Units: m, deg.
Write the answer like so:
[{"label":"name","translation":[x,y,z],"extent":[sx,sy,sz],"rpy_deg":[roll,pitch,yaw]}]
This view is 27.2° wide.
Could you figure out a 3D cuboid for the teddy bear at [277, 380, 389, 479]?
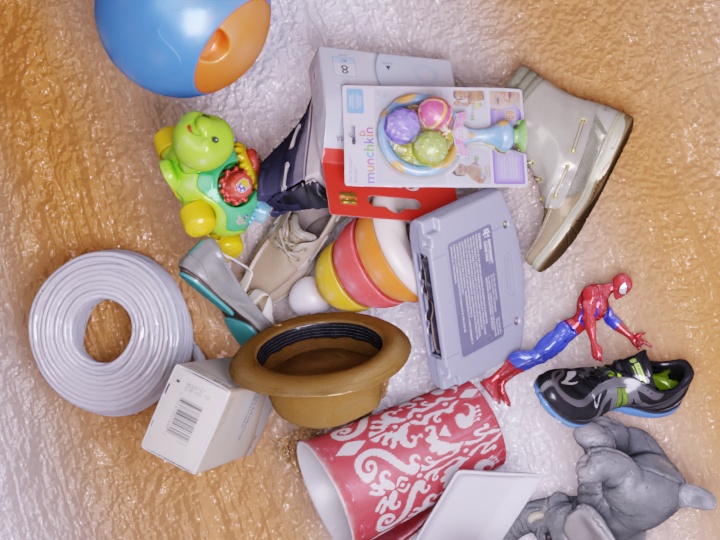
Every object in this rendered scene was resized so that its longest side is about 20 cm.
[{"label":"teddy bear","translation":[-0.018,0.149,1.719],"extent":[0.145,0.067,0.200],"rpy_deg":[5,86,1]}]

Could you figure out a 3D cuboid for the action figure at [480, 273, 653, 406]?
[{"label":"action figure","translation":[0.240,0.091,1.650],"extent":[0.200,0.065,0.099],"rpy_deg":[-46,71,9]}]

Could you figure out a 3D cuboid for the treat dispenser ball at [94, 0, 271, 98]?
[{"label":"treat dispenser ball","translation":[-0.201,-0.297,1.695],"extent":[0.200,0.201,0.201],"rpy_deg":[0,89,14]}]

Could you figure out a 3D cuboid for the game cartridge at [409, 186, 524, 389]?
[{"label":"game cartridge","translation":[0.122,0.016,1.630],"extent":[0.041,0.133,0.200],"rpy_deg":[22,127,51]}]

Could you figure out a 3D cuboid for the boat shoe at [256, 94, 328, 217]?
[{"label":"boat shoe","translation":[-0.065,-0.148,1.693],"extent":[0.093,0.075,0.200],"rpy_deg":[-14,44,26]}]

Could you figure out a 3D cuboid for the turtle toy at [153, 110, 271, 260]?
[{"label":"turtle toy","translation":[-0.166,-0.110,1.689],"extent":[0.101,0.200,0.146],"rpy_deg":[-27,63,8]}]

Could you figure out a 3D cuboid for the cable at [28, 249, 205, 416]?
[{"label":"cable","translation":[-0.299,0.075,1.780],"extent":[0.200,0.069,0.200],"rpy_deg":[-19,85,13]}]

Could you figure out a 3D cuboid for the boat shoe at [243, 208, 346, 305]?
[{"label":"boat shoe","translation":[-0.072,-0.042,1.728],"extent":[0.072,0.065,0.200],"rpy_deg":[43,99,11]}]

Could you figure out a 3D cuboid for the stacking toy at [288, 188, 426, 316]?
[{"label":"stacking toy","translation":[0.000,0.000,1.699],"extent":[0.200,0.146,0.146],"rpy_deg":[-28,82,31]}]

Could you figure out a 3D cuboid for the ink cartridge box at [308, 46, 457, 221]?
[{"label":"ink cartridge box","translation":[0.033,-0.149,1.636],"extent":[0.160,0.047,0.200],"rpy_deg":[4,57,-20]}]

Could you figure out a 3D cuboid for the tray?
[{"label":"tray","translation":[0.111,0.279,1.632],"extent":[0.200,0.107,0.022],"rpy_deg":[-64,32,37]}]

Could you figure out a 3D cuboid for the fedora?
[{"label":"fedora","translation":[-0.041,0.116,1.626],"extent":[0.200,0.201,0.082],"rpy_deg":[-2,116,14]}]

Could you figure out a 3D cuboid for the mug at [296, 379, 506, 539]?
[{"label":"mug","translation":[0.045,0.215,1.651],"extent":[0.200,0.178,0.134],"rpy_deg":[-24,70,-17]}]

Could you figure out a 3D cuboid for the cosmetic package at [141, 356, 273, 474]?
[{"label":"cosmetic package","translation":[-0.164,0.159,1.679],"extent":[0.073,0.200,0.104],"rpy_deg":[25,96,13]}]

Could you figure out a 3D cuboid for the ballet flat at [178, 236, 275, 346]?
[{"label":"ballet flat","translation":[-0.134,0.036,1.699],"extent":[0.067,0.200,0.064],"rpy_deg":[20,66,43]}]

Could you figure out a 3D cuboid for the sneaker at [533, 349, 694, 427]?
[{"label":"sneaker","translation":[0.270,0.118,1.588],"extent":[0.083,0.199,0.071],"rpy_deg":[-63,39,42]}]

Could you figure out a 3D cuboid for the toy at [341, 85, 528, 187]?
[{"label":"toy","translation":[0.083,-0.150,1.597],"extent":[0.200,0.047,0.115],"rpy_deg":[1,74,-10]}]

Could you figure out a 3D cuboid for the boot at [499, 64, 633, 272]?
[{"label":"boot","translation":[0.194,-0.114,1.662],"extent":[0.155,0.072,0.200],"rpy_deg":[29,91,12]}]

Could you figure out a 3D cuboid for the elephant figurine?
[{"label":"elephant figurine","translation":[0.255,0.270,1.626],"extent":[0.141,0.155,0.200],"rpy_deg":[16,113,-25]}]
